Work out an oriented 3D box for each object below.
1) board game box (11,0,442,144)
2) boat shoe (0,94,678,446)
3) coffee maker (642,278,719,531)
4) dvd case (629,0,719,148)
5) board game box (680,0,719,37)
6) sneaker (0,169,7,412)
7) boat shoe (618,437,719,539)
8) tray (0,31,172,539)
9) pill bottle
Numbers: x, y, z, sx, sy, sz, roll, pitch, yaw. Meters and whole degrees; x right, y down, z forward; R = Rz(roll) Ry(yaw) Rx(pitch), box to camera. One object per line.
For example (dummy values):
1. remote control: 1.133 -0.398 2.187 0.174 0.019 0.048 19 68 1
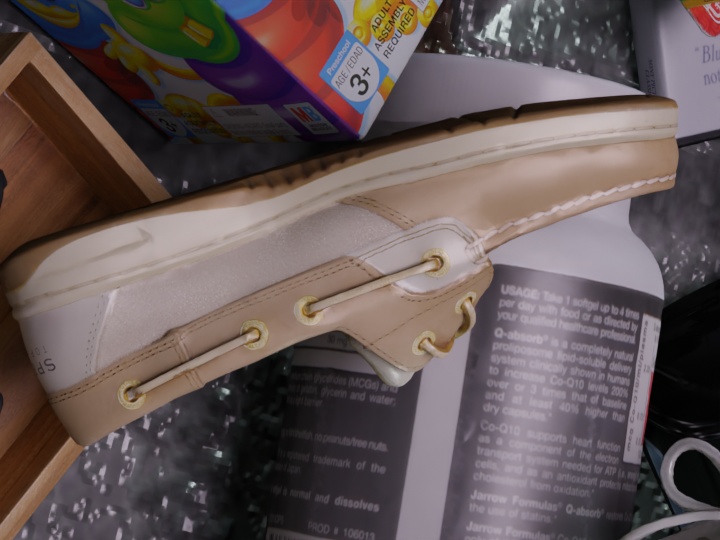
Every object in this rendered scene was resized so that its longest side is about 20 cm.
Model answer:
1. board game box: -0.069 -0.136 0.830 0.200 0.103 0.105 41 68 -31
2. boat shoe: 0.000 0.000 0.825 0.199 0.074 0.070 -15 94 0
3. coffee maker: 0.187 0.103 0.974 0.134 0.192 0.201 -34 111 -31
4. dvd case: 0.148 -0.154 1.044 0.142 0.018 0.201 -14 99 -35
5. board game box: 0.091 -0.179 0.951 0.200 0.030 0.096 54 46 -33
6. sneaker: -0.154 -0.031 0.760 0.111 0.077 0.201 -14 85 -16
7. boat shoe: 0.118 0.085 0.817 0.201 0.075 0.086 -18 143 -30
8. tray: -0.134 0.037 0.832 0.099 0.037 0.200 50 63 -27
9. pill bottle: 0.034 0.039 0.905 0.116 0.116 0.201 12 85 -36
